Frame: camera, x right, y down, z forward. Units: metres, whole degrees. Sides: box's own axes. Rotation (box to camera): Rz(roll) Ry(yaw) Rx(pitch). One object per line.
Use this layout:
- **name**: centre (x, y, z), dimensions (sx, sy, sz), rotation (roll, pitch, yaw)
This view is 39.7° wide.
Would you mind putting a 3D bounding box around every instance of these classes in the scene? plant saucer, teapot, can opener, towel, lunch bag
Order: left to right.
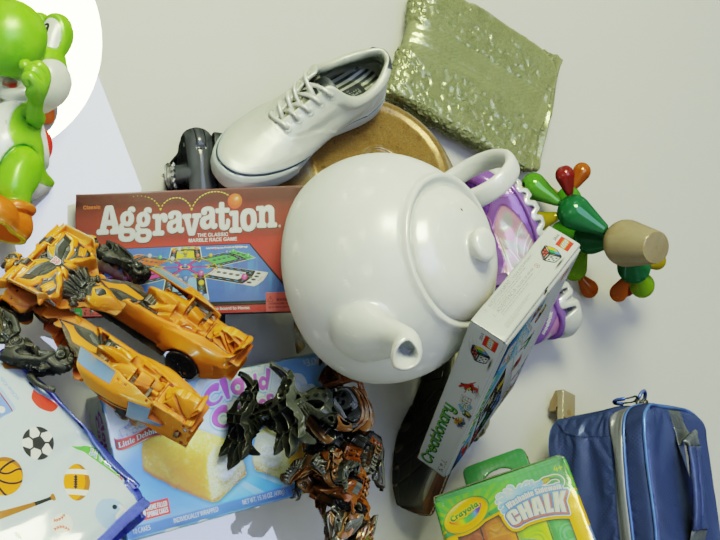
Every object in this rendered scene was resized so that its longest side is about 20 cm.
- **lunch bag**: centre (-0.276, 0.181, 0.719), dimensions (0.170, 0.124, 0.200), rotation (45, 70, 2)
- **can opener**: centre (-0.135, -0.025, 0.868), dimensions (0.077, 0.063, 0.204), rotation (0, 81, -13)
- **plant saucer**: centre (0.014, -0.091, 0.936), dimensions (0.197, 0.035, 0.203), rotation (11, 59, -19)
- **teapot**: centre (0.044, -0.011, 0.790), dimensions (0.196, 0.145, 0.203), rotation (10, 70, -49)
- **towel**: centre (0.121, -0.198, 1.042), dimensions (0.198, 0.036, 0.150), rotation (23, 72, -22)
- **lunch bag**: centre (0.274, 0.217, 0.966), dimensions (0.135, 0.131, 0.203), rotation (13, 69, -44)

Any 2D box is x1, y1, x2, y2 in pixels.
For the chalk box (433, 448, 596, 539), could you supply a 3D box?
- **chalk box**: centre (0.144, 0.248, 0.866), dimensions (0.123, 0.124, 0.202), rotation (-21, 55, 5)

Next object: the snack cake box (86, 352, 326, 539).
- **snack cake box**: centre (-0.120, 0.144, 0.844), dimensions (0.197, 0.067, 0.117), rotation (-10, 86, -28)

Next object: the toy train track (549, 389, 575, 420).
- **toy train track**: centre (0.197, 0.223, 1.004), dimensions (0.114, 0.032, 0.203), rotation (25, 61, -40)

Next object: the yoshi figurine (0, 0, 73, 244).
- **yoshi figurine**: centre (-0.287, -0.129, 0.790), dimensions (0.111, 0.112, 0.203), rotation (16, 71, -16)

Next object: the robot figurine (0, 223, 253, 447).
- **robot figurine**: centre (-0.188, 0.039, 0.762), dimensions (0.198, 0.058, 0.146), rotation (32, 45, 1)

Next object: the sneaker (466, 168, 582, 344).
- **sneaker**: centre (0.143, -0.008, 0.993), dimensions (0.088, 0.080, 0.202), rotation (-29, 95, -28)

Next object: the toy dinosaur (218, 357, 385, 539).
- **toy dinosaur**: centre (-0.035, 0.128, 0.817), dimensions (0.134, 0.102, 0.202), rotation (11, 46, -39)

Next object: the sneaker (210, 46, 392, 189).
- **sneaker**: centre (-0.051, -0.142, 0.873), dimensions (0.073, 0.071, 0.199), rotation (41, 57, 14)

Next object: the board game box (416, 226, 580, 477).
- **board game box**: centre (0.112, 0.072, 0.825), dimensions (0.034, 0.201, 0.126), rotation (33, 51, 16)

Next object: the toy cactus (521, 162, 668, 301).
- **toy cactus**: centre (0.253, -0.035, 1.006), dimensions (0.102, 0.165, 0.201), rotation (-44, 110, -11)

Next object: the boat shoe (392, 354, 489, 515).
- **boat shoe**: centre (0.091, 0.134, 0.947), dimensions (0.073, 0.075, 0.203), rotation (26, 71, -23)

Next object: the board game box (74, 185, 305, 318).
- **board game box**: centre (-0.140, -0.015, 0.827), dimensions (0.196, 0.019, 0.105), rotation (-2, 83, 7)

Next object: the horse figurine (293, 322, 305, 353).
- **horse figurine**: centre (0.000, 0.000, 0.935), dimensions (0.197, 0.050, 0.135), rotation (-7, 76, -22)
